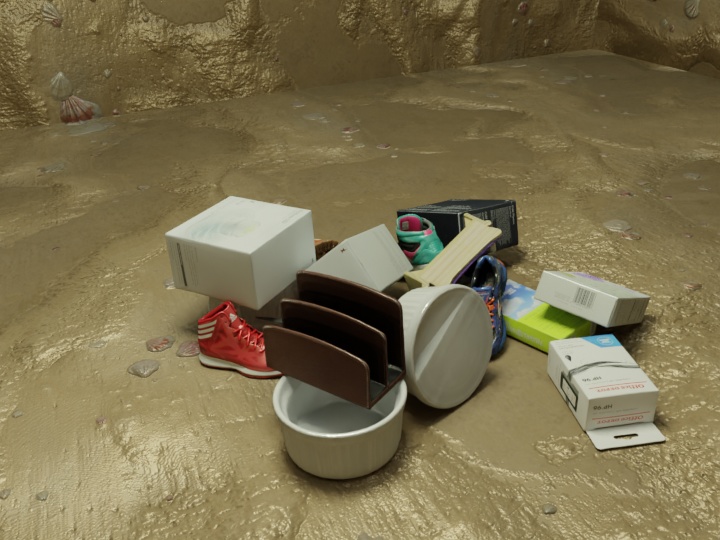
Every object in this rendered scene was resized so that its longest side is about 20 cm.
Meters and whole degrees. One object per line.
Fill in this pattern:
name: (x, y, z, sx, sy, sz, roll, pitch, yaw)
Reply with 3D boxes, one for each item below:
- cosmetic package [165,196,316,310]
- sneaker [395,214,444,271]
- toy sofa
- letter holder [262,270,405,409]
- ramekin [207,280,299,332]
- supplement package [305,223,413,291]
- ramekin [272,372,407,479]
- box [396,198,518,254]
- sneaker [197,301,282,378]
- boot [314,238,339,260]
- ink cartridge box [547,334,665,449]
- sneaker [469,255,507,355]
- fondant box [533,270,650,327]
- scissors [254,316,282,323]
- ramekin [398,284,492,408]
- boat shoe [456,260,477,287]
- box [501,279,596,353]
cosmetic package: (-0.221, -0.041, 1.319, 0.200, 0.123, 0.199, 13, 32, 25)
sneaker: (0.098, -0.057, 1.483, 0.084, 0.121, 0.200, -24, 11, -35)
toy sofa: (0.187, -0.010, 1.343, 0.098, 0.083, 0.200, 29, 64, 37)
letter holder: (-0.042, 0.094, 1.040, 0.200, 0.142, 0.101, 16, 34, 32)
ramekin: (-0.215, 0.035, 1.414, 0.200, 0.105, 0.200, -2, 28, 1)
supplement package: (0.000, 0.000, 1.355, 0.117, 0.117, 0.200, -34, -3, 25)
ramekin: (-0.029, 0.221, 1.055, 0.200, 0.098, 0.201, -3, 28, 2)
box: (0.215, -0.095, 1.546, 0.182, 0.104, 0.200, -16, 15, -35)
sneaker: (-0.205, 0.121, 1.240, 0.200, 0.116, 0.078, 2, 29, 11)
boot: (-0.147, -0.026, 1.573, 0.200, 0.075, 0.107, -14, 15, -17)
ink cartridge box: (0.390, 0.187, 1.107, 0.116, 0.068, 0.200, -7, 29, -6)
sneaker: (0.226, 0.061, 1.274, 0.075, 0.078, 0.200, -6, 65, 23)
fondant box: (0.431, 0.050, 1.285, 0.144, 0.058, 0.200, 24, 12, 35)
scissors: (-0.105, 0.095, 1.282, 0.200, 0.014, 0.073, 17, 51, 37)
ramekin: (0.120, 0.117, 1.140, 0.202, 0.203, 0.094, -26, 24, -36)
boat shoe: (0.183, 0.026, 1.422, 0.074, 0.073, 0.200, 20, 36, 36)
box: (0.328, 0.088, 1.320, 0.122, 0.048, 0.200, -24, 35, -36)
